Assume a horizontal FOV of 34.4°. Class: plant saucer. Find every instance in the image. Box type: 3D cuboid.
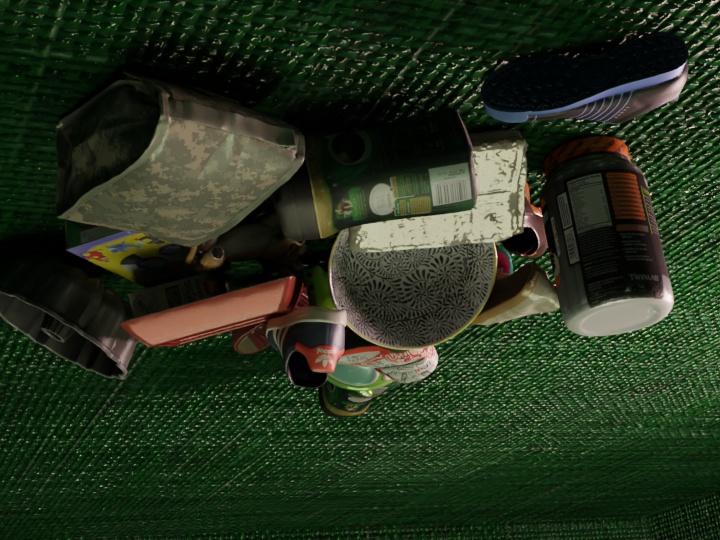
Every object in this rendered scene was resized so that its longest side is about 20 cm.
[{"bbox_3d":[-0.164,0.053,1.367,0.199,0.037,0.200,-15,176,0],"label":"plant saucer"}]

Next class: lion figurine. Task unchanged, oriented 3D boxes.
[{"bbox_3d":[-0.138,-0.029,1.336,0.199,0.073,0.122,-1,163,-36],"label":"lion figurine"}]

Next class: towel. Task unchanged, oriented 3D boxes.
[{"bbox_3d":[0.084,-0.086,1.267,0.199,0.035,0.133,-4,125,-4],"label":"towel"}]

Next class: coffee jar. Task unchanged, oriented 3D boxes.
[{"bbox_3d":[0.010,-0.094,1.158,0.199,0.104,0.086,-10,132,-2],"label":"coffee jar"},{"bbox_3d":[-0.003,0.161,1.827,0.085,0.105,0.200,5,156,-20],"label":"coffee jar"}]

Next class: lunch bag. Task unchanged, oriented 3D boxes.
[{"bbox_3d":[-0.169,-0.111,1.090,0.164,0.118,0.200,13,155,-41],"label":"lunch bag"}]

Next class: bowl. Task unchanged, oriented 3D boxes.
[{"bbox_3d":[0.053,-0.016,1.376,0.200,0.202,0.094,-3,-158,-10],"label":"bowl"}]

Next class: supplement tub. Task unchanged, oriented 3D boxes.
[{"bbox_3d":[0.267,-0.038,1.287,0.122,0.201,0.123,-6,157,-2],"label":"supplement tub"}]

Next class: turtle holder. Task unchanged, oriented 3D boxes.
[{"bbox_3d":[-0.014,0.075,1.599,0.141,0.186,0.132,-35,166,-19],"label":"turtle holder"}]

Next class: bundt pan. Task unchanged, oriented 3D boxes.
[{"bbox_3d":[-0.351,0.047,1.398,0.201,0.076,0.202,24,159,10],"label":"bundt pan"}]

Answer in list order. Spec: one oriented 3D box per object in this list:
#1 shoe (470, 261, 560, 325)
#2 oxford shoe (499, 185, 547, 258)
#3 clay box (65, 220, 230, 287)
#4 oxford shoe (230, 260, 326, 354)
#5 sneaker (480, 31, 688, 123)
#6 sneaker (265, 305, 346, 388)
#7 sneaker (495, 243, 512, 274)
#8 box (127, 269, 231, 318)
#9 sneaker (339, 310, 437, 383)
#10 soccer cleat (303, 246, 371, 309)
[{"bbox_3d":[0.176,0.036,1.382,0.053,0.070,0.200,26,166,-13],"label":"shoe"},{"bbox_3d":[0.192,-0.044,1.421,0.071,0.073,0.200,-15,157,17],"label":"oxford shoe"},{"bbox_3d":[-0.238,-0.027,1.366,0.115,0.048,0.200,-16,156,21],"label":"clay box"},{"bbox_3d":[-0.094,0.026,1.524,0.200,0.075,0.070,-32,145,7],"label":"oxford shoe"},{"bbox_3d":[0.217,-0.169,1.124,0.199,0.070,0.078,-10,151,5],"label":"sneaker"},{"bbox_3d":[-0.069,0.097,1.364,0.075,0.085,0.200,6,168,-13],"label":"sneaker"},{"bbox_3d":[0.146,0.011,1.540,0.120,0.084,0.200,-5,159,21],"label":"sneaker"},{"bbox_3d":[-0.218,0.036,1.444,0.110,0.035,0.200,-15,177,-3],"label":"box"},{"bbox_3d":[-0.001,0.105,1.487,0.201,0.067,0.108,-6,146,28],"label":"sneaker"},{"bbox_3d":[0.000,0.000,1.454,0.067,0.081,0.200,-12,-171,35],"label":"soccer cleat"}]
